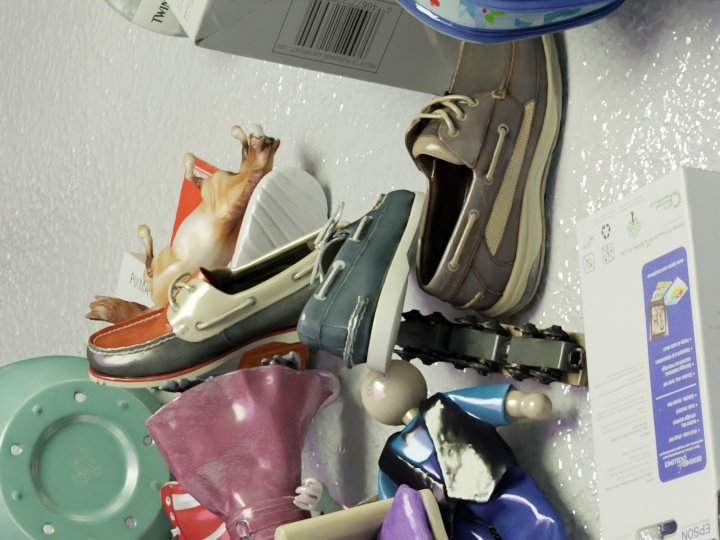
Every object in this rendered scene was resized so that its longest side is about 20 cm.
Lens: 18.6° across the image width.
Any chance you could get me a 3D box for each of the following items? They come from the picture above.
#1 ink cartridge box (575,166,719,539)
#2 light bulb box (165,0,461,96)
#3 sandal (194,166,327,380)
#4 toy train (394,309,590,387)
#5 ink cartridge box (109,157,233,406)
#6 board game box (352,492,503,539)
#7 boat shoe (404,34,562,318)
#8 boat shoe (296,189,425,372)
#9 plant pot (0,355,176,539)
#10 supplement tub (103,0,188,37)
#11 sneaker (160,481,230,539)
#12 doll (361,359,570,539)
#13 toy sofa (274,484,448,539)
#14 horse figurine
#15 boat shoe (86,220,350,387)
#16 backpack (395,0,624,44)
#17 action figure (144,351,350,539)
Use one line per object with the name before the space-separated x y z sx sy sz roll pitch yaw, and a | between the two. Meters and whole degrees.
ink cartridge box | 0.160 0.056 1.146 0.099 0.039 0.201 -28 59 55
light bulb box | -0.031 -0.223 1.379 0.125 0.198 0.200 -65 33 25
sandal | -0.072 0.031 1.523 0.059 0.079 0.207 0 72 67
toy train | 0.081 0.046 1.279 0.200 0.046 0.034 5 81 63
ink cartridge box | -0.123 0.016 1.641 0.200 0.043 0.174 29 110 58
board game box | 0.047 0.220 1.315 0.135 0.028 0.201 -35 54 51
boat shoe | 0.069 -0.074 1.295 0.074 0.073 0.201 -13 72 58
boat shoe | 0.000 0.000 1.338 0.200 0.062 0.075 -75 -3 -60
plant pot | -0.215 0.151 1.584 0.161 0.200 0.201 147 125 -66
supplement tub | -0.115 -0.280 1.612 0.200 0.122 0.123 -58 38 36
sneaker | -0.113 0.213 1.533 0.200 0.071 0.113 -47 59 35
doll | 0.064 0.123 1.253 0.137 0.048 0.200 -52 51 18
toy sofa | 0.022 0.224 1.208 0.200 0.083 0.098 64 148 25
horse figurine | -0.119 -0.026 1.583 0.200 0.050 0.133 -56 28 9
boat shoe | -0.089 0.023 1.437 0.071 0.199 0.063 -97 -11 -61
backpack | 0.089 -0.211 1.196 0.200 0.182 0.147 -130 31 -48
action figure | -0.064 0.161 1.408 0.134 0.149 0.201 -21 76 14
